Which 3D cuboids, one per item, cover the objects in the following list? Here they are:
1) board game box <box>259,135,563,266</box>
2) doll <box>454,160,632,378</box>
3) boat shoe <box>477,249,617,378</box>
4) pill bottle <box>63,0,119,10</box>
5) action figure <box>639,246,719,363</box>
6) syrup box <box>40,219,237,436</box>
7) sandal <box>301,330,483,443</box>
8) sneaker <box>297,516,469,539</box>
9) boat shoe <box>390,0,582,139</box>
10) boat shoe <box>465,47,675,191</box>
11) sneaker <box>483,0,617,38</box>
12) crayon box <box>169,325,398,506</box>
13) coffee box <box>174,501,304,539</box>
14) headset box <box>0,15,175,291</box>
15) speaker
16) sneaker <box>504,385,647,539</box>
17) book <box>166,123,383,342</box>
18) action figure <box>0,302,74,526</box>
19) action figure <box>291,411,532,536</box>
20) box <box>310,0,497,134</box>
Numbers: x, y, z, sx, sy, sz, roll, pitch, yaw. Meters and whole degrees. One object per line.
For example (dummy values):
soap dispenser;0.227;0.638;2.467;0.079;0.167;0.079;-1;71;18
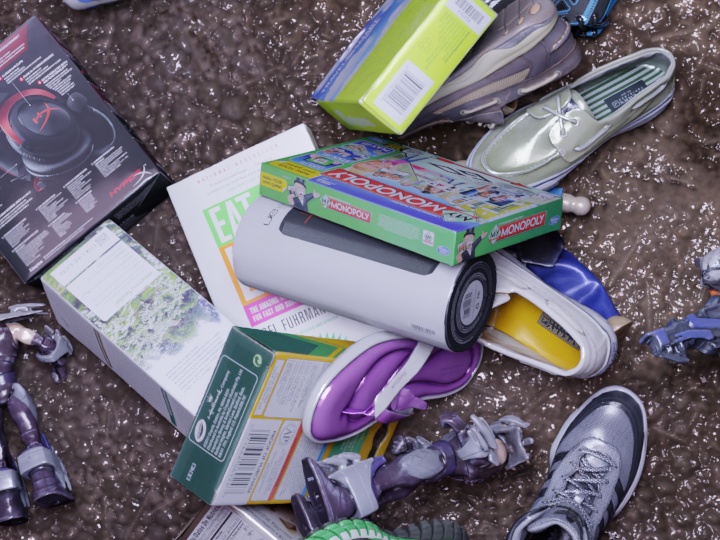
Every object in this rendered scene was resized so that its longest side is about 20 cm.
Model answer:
board game box;0.038;-0.058;1.186;0.200;0.134;0.029;22;116;37
doll;0.137;-0.013;1.256;0.136;0.048;0.200;-41;74;4
boat shoe;0.105;0.028;1.204;0.200;0.070;0.071;33;109;25
pill bottle;-0.165;-0.298;1.295;0.199;0.114;0.114;-13;81;4
action figure;0.299;0.072;1.203;0.200;0.105;0.194;-8;75;-20
syrup box;-0.160;0.057;1.234;0.200;0.082;0.079;38;67;21
sandal;0.037;0.085;1.186;0.050;0.202;0.083;25;121;36
sneaker;0.014;0.231;1.105;0.078;0.200;0.085;-57;44;36
boat shoe;0.095;-0.146;1.230;0.073;0.200;0.075;43;50;-19
boat shoe;0.170;-0.125;1.243;0.200;0.062;0.072;-32;69;-11
sneaker;0.162;-0.223;1.270;0.200;0.073;0.082;-35;82;2
crayon box;-0.047;0.117;1.190;0.052;0.200;0.126;29;100;34
coffee box;-0.044;0.252;1.202;0.200;0.113;0.080;39;102;10
headset box;-0.277;-0.106;1.300;0.149;0.075;0.200;-40;80;0
speaker;0.000;0.000;1.181;0.200;0.081;0.081;17;84;30
sneaker;0.170;0.181;1.193;0.075;0.114;0.200;28;86;9
book;-0.065;-0.004;1.283;0.133;0.048;0.200;-24;84;4
action figure;-0.302;0.110;1.281;0.130;0.069;0.200;-20;77;10
action figure;0.048;0.150;1.176;0.200;0.130;0.069;-19;74;-27
box;0.029;-0.170;1.229;0.048;0.200;0.122;39;87;-14
